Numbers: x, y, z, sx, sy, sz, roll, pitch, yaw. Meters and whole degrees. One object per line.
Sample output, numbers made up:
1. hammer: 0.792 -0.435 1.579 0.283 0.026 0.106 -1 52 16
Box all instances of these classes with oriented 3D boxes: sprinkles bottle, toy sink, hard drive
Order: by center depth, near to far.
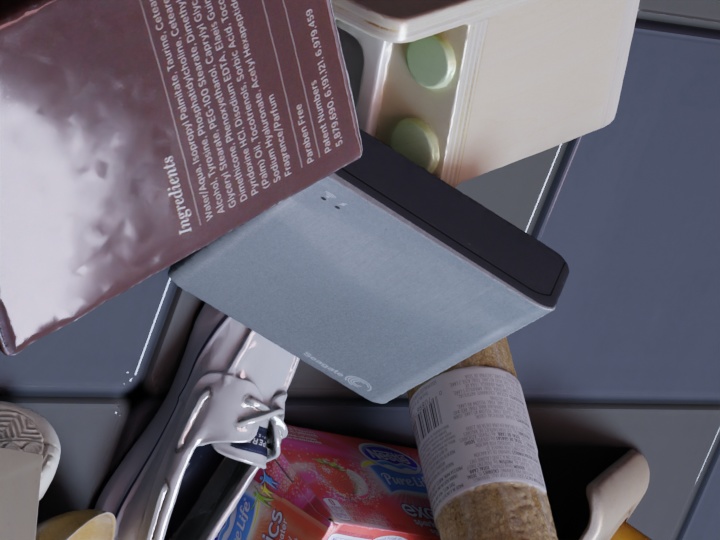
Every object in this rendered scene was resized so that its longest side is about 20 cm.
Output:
1. toy sink: 0.027 -0.117 1.472 0.200 0.130 0.112 -23 132 -46
2. hard drive: 0.000 0.000 1.490 0.139 0.200 0.033 31 64 -13
3. sprinkles bottle: 0.068 0.112 1.644 0.068 0.201 0.068 -9 146 -6

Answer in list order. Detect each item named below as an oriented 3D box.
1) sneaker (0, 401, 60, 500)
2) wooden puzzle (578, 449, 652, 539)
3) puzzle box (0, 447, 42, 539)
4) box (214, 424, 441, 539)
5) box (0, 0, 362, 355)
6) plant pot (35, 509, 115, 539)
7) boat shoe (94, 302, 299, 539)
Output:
1. sneaker: -0.233 0.156 1.511 0.200 0.077 0.111 -47 163 -33
2. wooden puzzle: 0.127 0.216 1.824 0.201 0.046 0.185 -63 169 10
3. puzzle box: -0.227 0.172 1.418 0.132 0.201 0.025 11 151 -14
4. box: 0.005 0.162 1.697 0.200 0.096 0.100 13 117 -45
5. box: -0.133 -0.103 1.338 0.200 0.166 0.165 -30 132 -22
6. plant pot: -0.196 0.204 1.546 0.200 0.027 0.200 -55 170 -14
7. boat shoe: -0.069 0.084 1.605 0.073 0.065 0.201 17 106 -46
